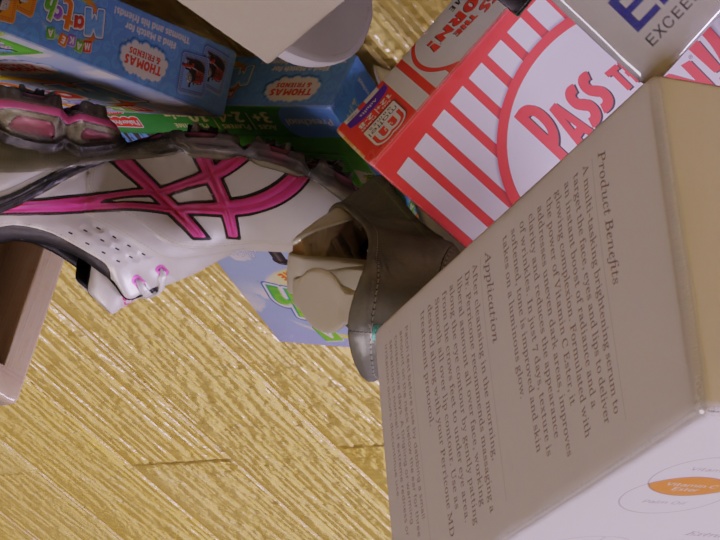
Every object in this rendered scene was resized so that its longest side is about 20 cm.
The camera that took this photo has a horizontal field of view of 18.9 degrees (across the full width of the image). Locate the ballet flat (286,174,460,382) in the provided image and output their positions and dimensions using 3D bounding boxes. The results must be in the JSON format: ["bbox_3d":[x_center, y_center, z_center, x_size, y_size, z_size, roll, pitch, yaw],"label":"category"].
[{"bbox_3d":[0.000,0.000,0.887,0.063,0.068,0.200,-4,-169,-10],"label":"ballet flat"}]

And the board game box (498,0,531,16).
[{"bbox_3d":[0.072,-0.186,0.645,0.105,0.200,0.023,38,-171,-15],"label":"board game box"}]

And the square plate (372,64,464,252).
[{"bbox_3d":[0.078,0.021,0.991,0.028,0.199,0.200,-28,132,11],"label":"square plate"}]

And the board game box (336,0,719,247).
[{"bbox_3d":[0.112,-0.047,0.867,0.200,0.152,0.046,39,-175,-27],"label":"board game box"}]

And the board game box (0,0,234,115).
[{"bbox_3d":[-0.176,-0.112,0.964,0.151,0.037,0.200,6,174,37],"label":"board game box"}]

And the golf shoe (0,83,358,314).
[{"bbox_3d":[-0.093,-0.023,0.978,0.199,0.093,0.073,9,174,-16],"label":"golf shoe"}]

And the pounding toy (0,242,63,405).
[{"bbox_3d":[-0.264,-0.051,1.104,0.142,0.185,0.200,-10,146,42],"label":"pounding toy"}]

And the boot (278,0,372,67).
[{"bbox_3d":[-0.089,-0.155,0.922,0.200,0.074,0.095,41,157,-21],"label":"boot"}]

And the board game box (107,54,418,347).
[{"bbox_3d":[-0.023,-0.030,1.088,0.151,0.037,0.200,3,145,36],"label":"board game box"}]

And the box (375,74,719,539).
[{"bbox_3d":[0.115,0.037,0.710,0.151,0.107,0.200,7,153,-24],"label":"box"}]

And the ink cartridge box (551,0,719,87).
[{"bbox_3d":[0.077,-0.190,0.610,0.200,0.197,0.043,40,-171,-15],"label":"ink cartridge box"}]

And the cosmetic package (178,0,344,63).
[{"bbox_3d":[0.002,-0.169,0.788,0.073,0.104,0.200,34,147,-17],"label":"cosmetic package"}]
